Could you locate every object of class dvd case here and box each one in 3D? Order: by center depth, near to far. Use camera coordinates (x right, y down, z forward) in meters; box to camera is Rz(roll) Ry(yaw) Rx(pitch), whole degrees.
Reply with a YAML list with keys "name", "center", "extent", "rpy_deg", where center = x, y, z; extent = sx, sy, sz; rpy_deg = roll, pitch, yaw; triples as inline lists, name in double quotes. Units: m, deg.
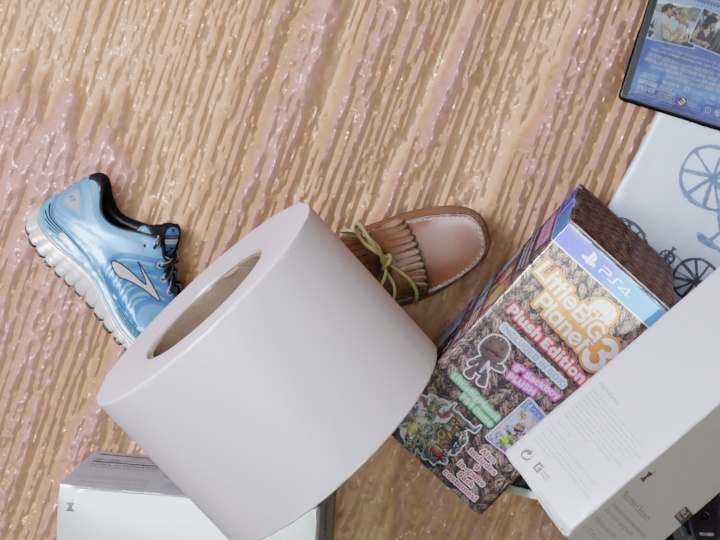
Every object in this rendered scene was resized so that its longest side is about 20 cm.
- name: "dvd case"
  center: [0.286, -0.201, 1.275]
  extent: [0.142, 0.018, 0.201]
  rpy_deg: [17, 93, 5]

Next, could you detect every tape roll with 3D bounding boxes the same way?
- name: "tape roll"
  center: [-0.064, 0.071, 1.207]
  extent: [0.203, 0.203, 0.139]
  rpy_deg: [-41, 102, 9]

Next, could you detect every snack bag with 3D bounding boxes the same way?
- name: "snack bag"
  center: [0.268, -0.004, 1.313]
  extent: [0.188, 0.021, 0.201]
  rpy_deg: [29, 102, 3]

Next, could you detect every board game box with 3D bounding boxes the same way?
- name: "board game box"
  center: [0.124, 0.053, 1.253]
  extent: [0.097, 0.159, 0.200]
  rpy_deg: [42, 106, -1]

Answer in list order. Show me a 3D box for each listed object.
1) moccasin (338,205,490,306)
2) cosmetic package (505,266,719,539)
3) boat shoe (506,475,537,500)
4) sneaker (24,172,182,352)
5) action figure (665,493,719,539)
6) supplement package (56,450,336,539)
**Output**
- name: "moccasin"
  center: [0.000, -0.002, 1.313]
  extent: [0.200, 0.078, 0.074]
  rpy_deg: [-11, 95, 7]
- name: "cosmetic package"
  center: [0.209, 0.102, 1.164]
  extent: [0.200, 0.113, 0.081]
  rpy_deg: [-41, 54, 6]
- name: "boat shoe"
  center: [0.198, 0.139, 1.287]
  extent: [0.199, 0.074, 0.061]
  rpy_deg: [0, 97, -19]
- name: "sneaker"
  center: [-0.163, 0.007, 1.333]
  extent: [0.090, 0.078, 0.200]
  rpy_deg: [-44, 91, 6]
- name: "action figure"
  center: [0.234, 0.216, 1.281]
  extent: [0.130, 0.200, 0.070]
  rpy_deg: [-6, 58, -17]
- name: "supplement package"
  center: [-0.126, 0.234, 1.341]
  extent: [0.199, 0.111, 0.157]
  rpy_deg: [4, 98, 6]
